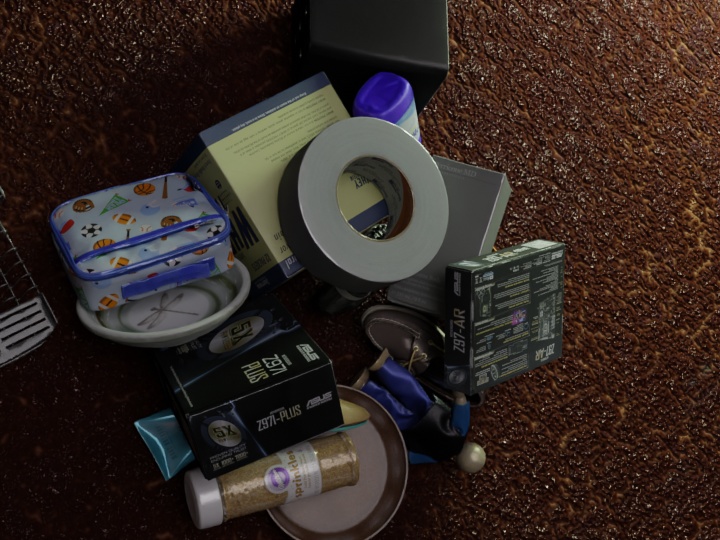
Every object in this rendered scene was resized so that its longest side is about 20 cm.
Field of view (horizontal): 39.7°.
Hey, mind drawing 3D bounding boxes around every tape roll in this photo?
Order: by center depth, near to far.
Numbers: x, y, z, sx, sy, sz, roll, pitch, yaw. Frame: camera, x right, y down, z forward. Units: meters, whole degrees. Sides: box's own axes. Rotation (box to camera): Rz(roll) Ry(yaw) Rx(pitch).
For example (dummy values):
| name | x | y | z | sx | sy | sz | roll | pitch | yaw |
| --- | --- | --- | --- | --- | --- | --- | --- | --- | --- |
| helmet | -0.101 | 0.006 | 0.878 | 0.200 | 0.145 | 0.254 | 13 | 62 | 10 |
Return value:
| name | x | y | z | sx | sy | sz | roll | pitch | yaw |
| --- | --- | --- | --- | --- | --- | --- | --- | --- | --- |
| tape roll | 0.004 | -0.078 | 1.189 | 0.200 | 0.066 | 0.201 | 6 | 76 | -26 |

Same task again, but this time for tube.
| name | x | y | z | sx | sy | sz | roll | pitch | yaw |
| --- | --- | --- | --- | --- | --- | --- | --- | --- | --- |
| tube | -0.167 | 0.169 | 1.207 | 0.200 | 0.050 | 0.078 | -29 | 82 | -25 |

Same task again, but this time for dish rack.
| name | x | y | z | sx | sy | sz | roll | pitch | yaw |
| --- | --- | --- | --- | --- | --- | --- | --- | --- | --- |
| dish rack | -0.436 | 0.013 | 1.109 | 0.153 | 0.055 | 0.200 | -29 | 90 | -29 |

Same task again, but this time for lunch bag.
| name | x | y | z | sx | sy | sz | roll | pitch | yaw |
| --- | --- | --- | --- | --- | --- | --- | --- | --- | --- |
| lunch bag | -0.248 | -0.037 | 1.159 | 0.199 | 0.076 | 0.160 | -20 | 44 | -21 |

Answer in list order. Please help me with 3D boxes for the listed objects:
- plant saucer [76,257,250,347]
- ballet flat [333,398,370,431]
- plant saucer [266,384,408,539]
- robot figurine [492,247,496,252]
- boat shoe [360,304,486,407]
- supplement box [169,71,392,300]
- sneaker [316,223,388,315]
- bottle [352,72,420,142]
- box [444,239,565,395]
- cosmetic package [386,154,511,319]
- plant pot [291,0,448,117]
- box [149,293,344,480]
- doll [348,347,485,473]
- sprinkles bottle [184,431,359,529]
| name | x | y | z | sx | sy | sz | roll | pitch | yaw |
| --- | --- | --- | --- | --- | --- | --- | --- | --- | --- |
| plant saucer | -0.224 | 0.040 | 1.155 | 0.200 | 0.200 | 0.050 | -25 | 125 | -29 |
| ballet flat | -0.082 | 0.173 | 1.188 | 0.199 | 0.069 | 0.063 | -10 | 91 | -24 |
| plant saucer | -0.038 | 0.244 | 1.245 | 0.200 | 0.034 | 0.201 | 5 | 75 | -20 |
| robot figurine | 0.170 | 0.033 | 1.382 | 0.145 | 0.058 | 0.200 | -23 | 78 | -44 |
| boat shoe | 0.086 | 0.115 | 1.322 | 0.200 | 0.072 | 0.060 | 33 | 29 | -19 |
| supplement box | -0.094 | -0.105 | 1.263 | 0.200 | 0.134 | 0.200 | -33 | 92 | -29 |
| sneaker | 0.000 | 0.000 | 1.321 | 0.067 | 0.090 | 0.200 | 48 | 36 | 0 |
| bottle | 0.041 | -0.168 | 1.318 | 0.065 | 0.200 | 0.084 | 27 | 65 | 25 |
| box | 0.188 | 0.055 | 1.276 | 0.200 | 0.043 | 0.161 | -16 | 110 | -43 |
| cosmetic package | 0.118 | -0.038 | 1.304 | 0.106 | 0.090 | 0.201 | 15 | 86 | 16 |
| plant pot | 0.004 | -0.323 | 1.347 | 0.177 | 0.200 | 0.201 | 4 | 74 | -13 |
| box | -0.133 | 0.123 | 1.122 | 0.163 | 0.200 | 0.086 | -19 | 117 | -16 |
| doll | 0.085 | 0.190 | 1.290 | 0.200 | 0.136 | 0.048 | 43 | 23 | -4 |
| sprinkles bottle | -0.102 | 0.243 | 1.167 | 0.199 | 0.068 | 0.068 | -11 | 81 | -23 |
